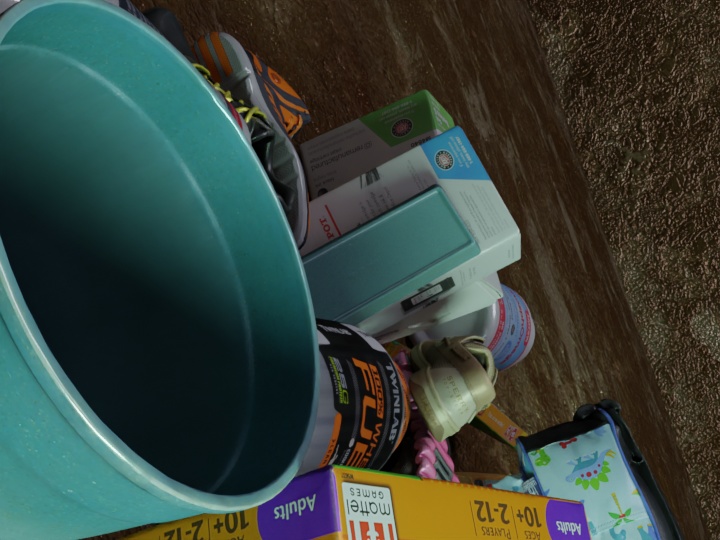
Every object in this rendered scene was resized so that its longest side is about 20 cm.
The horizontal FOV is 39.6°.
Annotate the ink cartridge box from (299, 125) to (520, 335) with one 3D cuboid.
[{"bbox_3d":[0.026,-0.023,0.869,0.117,0.199,0.067,63,0,20],"label":"ink cartridge box"}]

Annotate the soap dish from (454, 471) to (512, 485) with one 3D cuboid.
[{"bbox_3d":[0.114,0.282,0.930,0.157,0.081,0.202,23,50,-62],"label":"soap dish"}]

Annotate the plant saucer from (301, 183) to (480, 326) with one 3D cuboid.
[{"bbox_3d":[0.000,0.000,0.791,0.070,0.199,0.019,58,-16,11],"label":"plant saucer"}]

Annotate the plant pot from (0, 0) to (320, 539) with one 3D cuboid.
[{"bbox_3d":[-0.147,0.022,0.406,0.200,0.187,0.201,51,26,-38],"label":"plant pot"}]

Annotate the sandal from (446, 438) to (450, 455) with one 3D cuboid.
[{"bbox_3d":[0.041,0.124,0.943,0.200,0.054,0.082,54,26,-33],"label":"sandal"}]

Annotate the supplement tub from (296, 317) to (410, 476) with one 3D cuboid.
[{"bbox_3d":[-0.046,0.091,0.672,0.200,0.122,0.124,14,57,-64],"label":"supplement tub"}]

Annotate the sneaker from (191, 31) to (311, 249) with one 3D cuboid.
[{"bbox_3d":[-0.073,-0.107,0.859,0.112,0.077,0.202,4,66,-66],"label":"sneaker"}]

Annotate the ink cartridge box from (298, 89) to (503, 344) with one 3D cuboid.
[{"bbox_3d":[0.037,-0.049,0.971,0.084,0.144,0.202,31,42,-62],"label":"ink cartridge box"}]

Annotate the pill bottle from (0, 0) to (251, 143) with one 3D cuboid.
[{"bbox_3d":[-0.165,-0.104,0.577,0.200,0.119,0.121,45,31,-46],"label":"pill bottle"}]

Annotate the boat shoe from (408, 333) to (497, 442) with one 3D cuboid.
[{"bbox_3d":[0.083,0.089,0.821,0.072,0.064,0.200,60,7,-4],"label":"boat shoe"}]

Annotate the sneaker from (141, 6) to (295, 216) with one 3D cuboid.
[{"bbox_3d":[-0.109,-0.113,0.768,0.202,0.084,0.074,68,21,-1],"label":"sneaker"}]

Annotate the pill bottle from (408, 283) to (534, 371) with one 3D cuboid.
[{"bbox_3d":[0.136,0.062,1.156,0.200,0.108,0.110,20,51,-62],"label":"pill bottle"}]

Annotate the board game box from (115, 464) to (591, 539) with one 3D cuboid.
[{"bbox_3d":[-0.008,0.222,0.464,0.199,0.199,0.202,20,54,-46],"label":"board game box"}]

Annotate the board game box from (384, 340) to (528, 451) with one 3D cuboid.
[{"bbox_3d":[0.095,0.128,1.032,0.200,0.095,0.030,38,80,-50],"label":"board game box"}]

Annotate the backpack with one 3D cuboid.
[{"bbox_3d":[0.194,0.243,0.828,0.183,0.146,0.201,58,10,-54],"label":"backpack"}]

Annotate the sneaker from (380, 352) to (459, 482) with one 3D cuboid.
[{"bbox_3d":[0.024,0.153,0.808,0.079,0.095,0.201,61,8,-27],"label":"sneaker"}]
